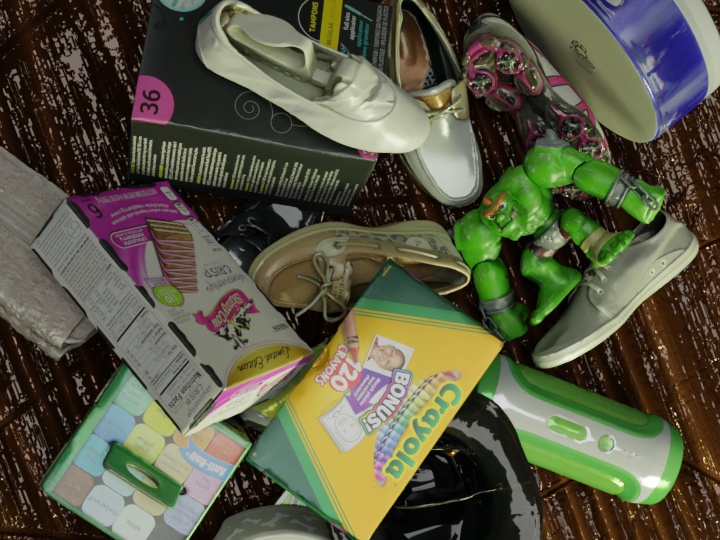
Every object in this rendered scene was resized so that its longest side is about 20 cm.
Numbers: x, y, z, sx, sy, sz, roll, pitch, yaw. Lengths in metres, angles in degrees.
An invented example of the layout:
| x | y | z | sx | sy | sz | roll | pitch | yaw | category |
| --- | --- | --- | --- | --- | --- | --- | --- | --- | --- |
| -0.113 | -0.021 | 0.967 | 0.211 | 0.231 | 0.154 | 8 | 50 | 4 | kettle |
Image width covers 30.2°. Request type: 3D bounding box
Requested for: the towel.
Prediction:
| x | y | z | sx | sy | sz | roll | pitch | yaw | category |
| --- | --- | --- | --- | --- | --- | --- | --- | --- | --- |
| -0.281 | -0.021 | 1.100 | 0.200 | 0.035 | 0.133 | 36 | 41 | 5 | towel |

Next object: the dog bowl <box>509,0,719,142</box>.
| x | y | z | sx | sy | sz | roll | pitch | yaw | category |
| --- | --- | --- | --- | --- | --- | --- | --- | --- | --- |
| 0.218 | -0.211 | 1.156 | 0.079 | 0.200 | 0.200 | -40 | 95 | -5 | dog bowl |

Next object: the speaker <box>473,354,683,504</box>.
| x | y | z | sx | sy | sz | roll | pitch | yaw | category |
| --- | --- | --- | --- | --- | --- | --- | --- | --- | --- |
| 0.185 | 0.142 | 1.199 | 0.199 | 0.088 | 0.089 | 22 | 85 | -8 | speaker |

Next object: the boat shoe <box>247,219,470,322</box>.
| x | y | z | sx | sy | sz | roll | pitch | yaw | category |
| --- | --- | --- | --- | --- | --- | --- | --- | --- | --- |
| 0.000 | 0.000 | 1.155 | 0.199 | 0.063 | 0.074 | -12 | 129 | -23 | boat shoe |

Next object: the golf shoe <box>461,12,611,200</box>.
| x | y | z | sx | sy | sz | roll | pitch | yaw | category |
| --- | --- | --- | --- | --- | --- | --- | --- | --- | --- |
| 0.167 | -0.152 | 1.208 | 0.072 | 0.092 | 0.200 | -28 | 118 | 26 | golf shoe |

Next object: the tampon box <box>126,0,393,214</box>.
| x | y | z | sx | sy | sz | roll | pitch | yaw | category |
| --- | --- | --- | --- | --- | --- | --- | --- | --- | --- |
| -0.087 | -0.150 | 1.123 | 0.199 | 0.126 | 0.151 | 9 | 69 | -9 | tampon box |

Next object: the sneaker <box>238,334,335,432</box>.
| x | y | z | sx | sy | sz | roll | pitch | yaw | category |
| --- | --- | --- | --- | --- | --- | --- | --- | --- | --- |
| -0.017 | 0.079 | 1.162 | 0.199 | 0.075 | 0.077 | -20 | 133 | -18 | sneaker |

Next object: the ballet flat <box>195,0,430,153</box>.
| x | y | z | sx | sy | sz | roll | pitch | yaw | category |
| --- | --- | --- | --- | --- | --- | --- | --- | --- | --- |
| -0.035 | -0.151 | 1.030 | 0.199 | 0.069 | 0.070 | 25 | 85 | -3 | ballet flat |

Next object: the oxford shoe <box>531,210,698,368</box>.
| x | y | z | sx | sy | sz | roll | pitch | yaw | category |
| --- | --- | --- | --- | --- | --- | --- | --- | --- | --- |
| 0.224 | 0.015 | 1.214 | 0.200 | 0.075 | 0.058 | -40 | 106 | -15 | oxford shoe |

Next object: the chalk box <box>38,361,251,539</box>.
| x | y | z | sx | sy | sz | roll | pitch | yaw | category |
| --- | --- | --- | --- | --- | --- | --- | --- | --- | --- |
| -0.172 | 0.151 | 1.082 | 0.124 | 0.200 | 0.124 | 35 | 83 | -7 | chalk box |

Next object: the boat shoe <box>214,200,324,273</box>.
| x | y | z | sx | sy | sz | roll | pitch | yaw | category |
| --- | --- | --- | --- | --- | --- | --- | --- | --- | --- |
| -0.099 | -0.009 | 1.166 | 0.199 | 0.066 | 0.075 | -44 | 95 | -8 | boat shoe |

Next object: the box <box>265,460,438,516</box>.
| x | y | z | sx | sy | sz | roll | pitch | yaw | category |
| --- | --- | --- | --- | --- | --- | --- | --- | --- | --- |
| -0.028 | 0.226 | 1.187 | 0.110 | 0.035 | 0.200 | 39 | 83 | -7 | box |

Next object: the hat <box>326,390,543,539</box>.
| x | y | z | sx | sy | sz | roll | pitch | yaw | category |
| --- | --- | --- | --- | --- | --- | --- | --- | --- | --- |
| 0.057 | 0.199 | 1.143 | 0.199 | 0.081 | 0.202 | 1 | 79 | -5 | hat |

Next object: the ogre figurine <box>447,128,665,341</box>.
| x | y | z | sx | sy | sz | roll | pitch | yaw | category |
| --- | --- | --- | --- | --- | --- | --- | --- | --- | --- |
| 0.158 | -0.035 | 1.178 | 0.120 | 0.200 | 0.098 | 45 | 49 | 2 | ogre figurine |

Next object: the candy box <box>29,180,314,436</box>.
| x | y | z | sx | sy | sz | roll | pitch | yaw | category |
| --- | --- | --- | --- | --- | --- | --- | --- | --- | --- |
| -0.147 | 0.024 | 1.060 | 0.200 | 0.136 | 0.061 | 49 | 117 | 12 | candy box |

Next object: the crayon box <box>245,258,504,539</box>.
| x | y | z | sx | sy | sz | roll | pitch | yaw | category |
| --- | --- | --- | --- | --- | --- | --- | --- | --- | --- |
| 0.012 | 0.108 | 1.087 | 0.119 | 0.058 | 0.200 | 35 | 81 | 5 | crayon box |

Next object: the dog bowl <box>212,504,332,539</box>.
| x | y | z | sx | sy | sz | roll | pitch | yaw | category |
| --- | --- | --- | --- | --- | --- | --- | --- | --- | --- |
| -0.069 | 0.303 | 1.132 | 0.199 | 0.059 | 0.201 | 0 | 90 | -10 | dog bowl |

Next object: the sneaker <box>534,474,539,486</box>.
| x | y | z | sx | sy | sz | roll | pitch | yaw | category |
| --- | --- | --- | --- | --- | --- | --- | --- | --- | --- |
| 0.118 | 0.269 | 1.202 | 0.083 | 0.081 | 0.201 | 18 | 95 | -21 | sneaker |

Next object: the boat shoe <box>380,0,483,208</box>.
| x | y | z | sx | sy | sz | roll | pitch | yaw | category |
| --- | --- | --- | --- | --- | --- | --- | --- | --- | --- |
| 0.060 | -0.151 | 1.195 | 0.074 | 0.068 | 0.201 | -23 | 92 | -9 | boat shoe |
